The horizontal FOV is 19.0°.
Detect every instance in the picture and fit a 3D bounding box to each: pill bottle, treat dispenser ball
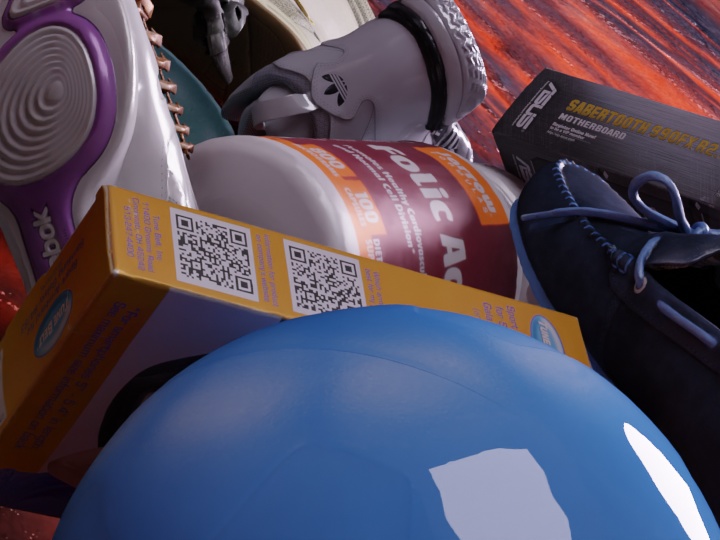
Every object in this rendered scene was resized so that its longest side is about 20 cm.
[{"bbox_3d":[0.000,0.000,0.935,0.114,0.114,0.200,45,24,23],"label":"pill bottle"},{"bbox_3d":[0.007,0.111,0.597,0.200,0.201,0.201,30,22,-13],"label":"treat dispenser ball"}]

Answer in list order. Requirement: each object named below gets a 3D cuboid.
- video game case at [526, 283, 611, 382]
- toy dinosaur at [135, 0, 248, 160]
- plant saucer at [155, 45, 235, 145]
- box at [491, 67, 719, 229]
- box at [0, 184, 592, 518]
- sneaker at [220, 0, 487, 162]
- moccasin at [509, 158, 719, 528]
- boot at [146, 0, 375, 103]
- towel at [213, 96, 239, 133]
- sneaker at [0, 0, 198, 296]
[{"bbox_3d":[0.154,0.087,0.773,0.182,0.022,0.200,25,26,-19],"label":"video game case"},{"bbox_3d":[-0.112,-0.128,0.891,0.136,0.102,0.201,57,30,-61],"label":"toy dinosaur"},{"bbox_3d":[-0.150,-0.088,1.005,0.199,0.036,0.200,30,22,-14],"label":"plant saucer"},{"bbox_3d":[0.158,0.008,1.020,0.158,0.048,0.200,21,-32,38],"label":"box"},{"bbox_3d":[-0.018,0.047,0.703,0.199,0.119,0.042,17,43,-26],"label":"box"},{"bbox_3d":[-0.006,-0.070,1.059,0.075,0.114,0.200,63,-9,12],"label":"sneaker"},{"bbox_3d":[0.121,0.018,0.752,0.080,0.068,0.200,13,30,-38],"label":"moccasin"},{"bbox_3d":[-0.080,-0.167,1.165,0.200,0.072,0.155,44,22,6],"label":"boot"},{"bbox_3d":[-0.041,-0.090,1.190,0.200,0.023,0.145,38,22,5],"label":"towel"},{"bbox_3d":[-0.097,-0.020,0.813,0.100,0.074,0.201,0,82,-71],"label":"sneaker"}]
